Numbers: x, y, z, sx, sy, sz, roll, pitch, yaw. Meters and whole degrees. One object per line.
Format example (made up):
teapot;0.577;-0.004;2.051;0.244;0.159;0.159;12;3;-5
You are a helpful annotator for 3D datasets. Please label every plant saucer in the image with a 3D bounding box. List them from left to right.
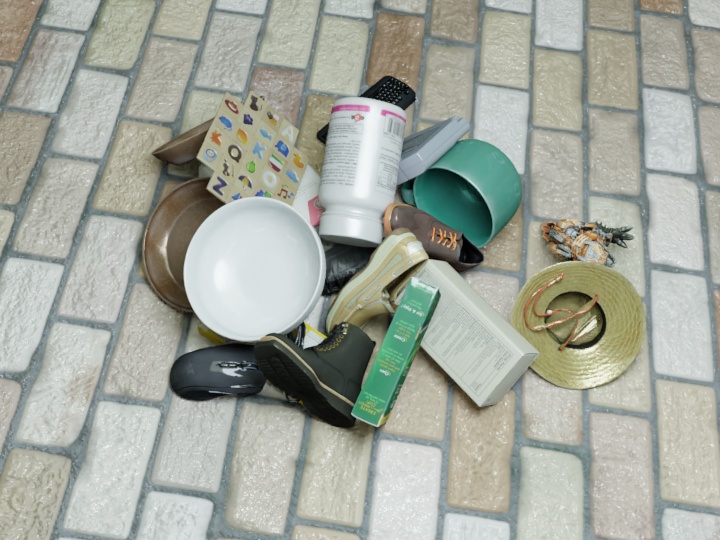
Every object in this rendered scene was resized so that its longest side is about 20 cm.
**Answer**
plant saucer;-0.230;-0.036;1.568;0.198;0.037;0.203;-3;81;19
plant saucer;-0.233;-0.215;1.664;0.199;0.200;0.037;-32;105;-24

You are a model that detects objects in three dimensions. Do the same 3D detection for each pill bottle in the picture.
pill bottle;-0.001;-0.142;1.549;0.112;0.113;0.202;9;84;1

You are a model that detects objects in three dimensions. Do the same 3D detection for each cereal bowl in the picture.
cereal bowl;-0.141;0.003;1.469;0.198;0.083;0.203;-2;81;10

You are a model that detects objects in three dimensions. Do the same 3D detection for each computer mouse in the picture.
computer mouse;-0.170;0.110;1.482;0.198;0.046;0.142;1;68;5

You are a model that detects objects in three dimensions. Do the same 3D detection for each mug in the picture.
mug;0.163;-0.136;1.647;0.184;0.153;0.114;37;56;17

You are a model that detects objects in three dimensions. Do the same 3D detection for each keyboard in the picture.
keyboard;0.023;-0.267;1.793;0.104;0.040;0.200;35;60;18

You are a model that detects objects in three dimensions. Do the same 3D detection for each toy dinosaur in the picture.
toy dinosaur;0.335;-0.046;1.607;0.135;0.103;0.201;17;32;-25

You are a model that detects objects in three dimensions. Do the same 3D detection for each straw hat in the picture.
straw hat;0.313;0.068;1.558;0.199;0.203;0.085;3;12;-3

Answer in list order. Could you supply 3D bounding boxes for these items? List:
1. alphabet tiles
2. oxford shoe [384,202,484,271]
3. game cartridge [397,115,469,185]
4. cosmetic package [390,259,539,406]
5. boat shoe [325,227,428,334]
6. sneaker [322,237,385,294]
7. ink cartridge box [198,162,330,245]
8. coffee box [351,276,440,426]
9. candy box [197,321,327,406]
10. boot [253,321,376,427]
alphabet tiles;-0.155;-0.165;1.554;0.166;0.006;0.201;37;50;-25
oxford shoe;0.111;-0.052;1.561;0.072;0.199;0.072;-1;72;41
game cartridge;0.072;-0.175;1.656;0.042;0.199;0.133;50;63;-15
cosmetic package;0.146;0.088;1.513;0.200;0.104;0.073;46;18;22
boat shoe;0.024;0.036;1.502;0.071;0.201;0.076;-1;44;-52
sneaker;0.000;0.002;1.593;0.104;0.060;0.199;36;56;24
ink cartridge box;-0.139;-0.111;1.643;0.145;0.085;0.200;-32;66;-24
coffee box;0.052;0.112;1.437;0.044;0.123;0.202;24;87;8
candy box;-0.129;0.103;1.532;0.199;0.027;0.102;33;63;17
boot;-0.059;0.107;1.446;0.077;0.200;0.139;-3;53;35
